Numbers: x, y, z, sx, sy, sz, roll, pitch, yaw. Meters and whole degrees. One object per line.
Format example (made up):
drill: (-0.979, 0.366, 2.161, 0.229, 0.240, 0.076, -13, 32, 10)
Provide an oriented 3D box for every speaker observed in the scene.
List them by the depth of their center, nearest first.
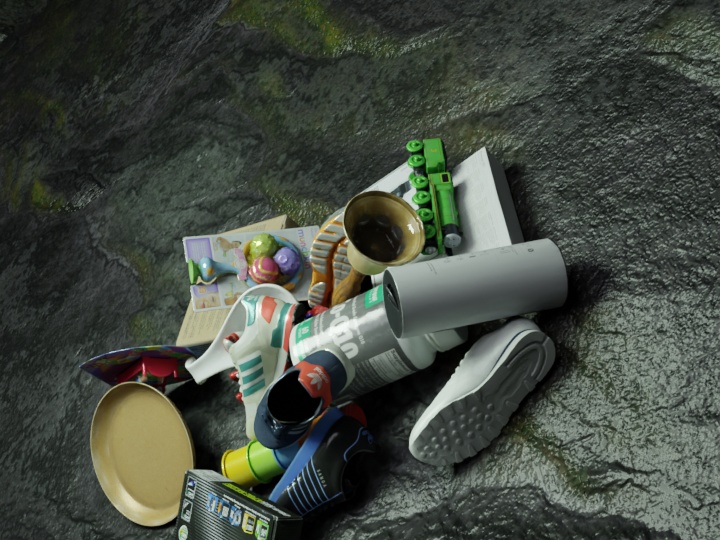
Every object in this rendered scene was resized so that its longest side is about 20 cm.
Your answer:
speaker: (0.125, 0.019, 1.162, 0.197, 0.082, 0.082, -11, 38, -13)

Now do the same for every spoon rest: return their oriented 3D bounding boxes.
spoon rest: (-0.159, 0.095, 1.397, 0.199, 0.100, 0.061, -35, 5, 22)

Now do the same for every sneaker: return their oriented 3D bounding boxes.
sneaker: (0.129, 0.134, 1.167, 0.200, 0.077, 0.081, -43, 29, -1)
sneaker: (-0.088, 0.160, 1.213, 0.084, 0.075, 0.200, -34, -13, -47)
sneaker: (-0.052, 0.263, 1.237, 0.078, 0.070, 0.201, 34, 104, 19)
sneaker: (-0.135, 0.123, 1.356, 0.070, 0.092, 0.202, -48, -25, -68)
sneaker: (-0.028, -0.025, 1.382, 0.201, 0.077, 0.078, 113, 175, -51)

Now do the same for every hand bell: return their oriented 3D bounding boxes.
hand bell: (0.000, 0.000, 1.302, 0.201, 0.103, 0.105, 119, 163, -54)

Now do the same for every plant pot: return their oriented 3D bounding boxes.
plant pot: (-0.298, 0.253, 1.450, 0.198, 0.027, 0.203, 4, 97, 33)

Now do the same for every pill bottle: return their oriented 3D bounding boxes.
pill bottle: (0.023, 0.081, 1.266, 0.198, 0.113, 0.114, -25, 43, 17)

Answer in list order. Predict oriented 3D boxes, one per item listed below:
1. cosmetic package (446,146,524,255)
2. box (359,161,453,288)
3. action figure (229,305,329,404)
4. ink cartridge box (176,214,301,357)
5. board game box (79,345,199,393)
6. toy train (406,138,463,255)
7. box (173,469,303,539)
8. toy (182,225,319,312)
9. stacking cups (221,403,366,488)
cosmetic package: (0.154, -0.058, 1.307, 0.082, 0.050, 0.201, -34, 40, 26)
box: (0.067, -0.048, 1.379, 0.116, 0.060, 0.201, -33, 40, 21)
action figure: (-0.088, 0.107, 1.418, 0.199, 0.052, 0.066, -39, 43, 16)
ink cartridge box: (-0.170, 0.032, 1.541, 0.163, 0.075, 0.202, -11, 51, 38)
board game box: (-0.301, 0.157, 1.490, 0.156, 0.200, 0.039, -11, 70, 6)
toy train: (0.092, -0.096, 1.320, 0.056, 0.042, 0.202, -5, 46, 0)
box: (-0.157, 0.355, 1.228, 0.199, 0.047, 0.196, 13, 90, 49)
toy: (-0.140, -0.012, 1.447, 0.197, 0.047, 0.116, -7, 65, -13)
stacking cups: (-0.082, 0.218, 1.316, 0.199, 0.060, 0.061, -29, 42, 21)
